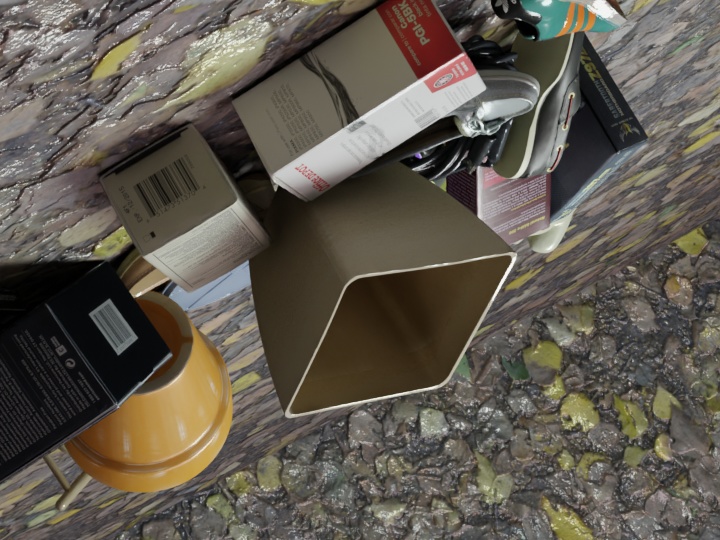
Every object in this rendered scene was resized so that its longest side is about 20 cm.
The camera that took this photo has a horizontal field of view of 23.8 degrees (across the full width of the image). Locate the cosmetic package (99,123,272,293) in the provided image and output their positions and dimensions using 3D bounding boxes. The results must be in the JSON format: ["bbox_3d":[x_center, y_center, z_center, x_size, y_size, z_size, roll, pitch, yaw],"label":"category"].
[{"bbox_3d":[-0.157,-0.053,1.572,0.103,0.088,0.200,-31,168,-1],"label":"cosmetic package"}]

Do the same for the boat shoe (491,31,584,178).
[{"bbox_3d":[0.190,-0.189,1.752,0.063,0.074,0.202,-6,123,-36],"label":"boat shoe"}]

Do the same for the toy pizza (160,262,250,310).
[{"bbox_3d":[-0.141,-0.017,1.918,0.199,0.032,0.200,-28,167,-7],"label":"toy pizza"}]

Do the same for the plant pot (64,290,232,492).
[{"bbox_3d":[-0.241,0.116,1.871,0.199,0.201,0.184,-27,156,-16],"label":"plant pot"}]

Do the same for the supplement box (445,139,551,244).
[{"bbox_3d":[0.150,-0.123,1.855,0.108,0.061,0.201,-24,129,-28],"label":"supplement box"}]

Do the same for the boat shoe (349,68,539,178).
[{"bbox_3d":[0.075,-0.140,1.626,0.201,0.065,0.074,-12,161,11],"label":"boat shoe"}]

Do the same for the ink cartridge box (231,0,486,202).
[{"bbox_3d":[0.001,-0.157,1.531,0.199,0.083,0.147,-32,168,6],"label":"ink cartridge box"}]

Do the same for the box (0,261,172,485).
[{"bbox_3d":[-0.316,0.108,1.668,0.196,0.124,0.200,-35,-175,14],"label":"box"}]

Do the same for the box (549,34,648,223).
[{"bbox_3d":[0.217,-0.159,1.890,0.051,0.158,0.200,-24,168,-28],"label":"box"}]

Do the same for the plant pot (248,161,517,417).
[{"bbox_3d":[0.000,0.000,1.684,0.199,0.177,0.200,-8,140,-33],"label":"plant pot"}]

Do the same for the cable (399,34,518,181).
[{"bbox_3d":[0.077,-0.164,1.707,0.162,0.051,0.200,0,144,-11],"label":"cable"}]

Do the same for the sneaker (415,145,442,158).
[{"bbox_3d":[0.048,-0.109,1.900,0.099,0.070,0.200,-29,170,-15],"label":"sneaker"}]

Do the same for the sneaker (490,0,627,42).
[{"bbox_3d":[0.186,-0.256,1.625,0.080,0.072,0.200,-34,160,23],"label":"sneaker"}]

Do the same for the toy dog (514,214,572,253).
[{"bbox_3d":[0.219,-0.121,2.126,0.194,0.140,0.200,-44,168,5],"label":"toy dog"}]

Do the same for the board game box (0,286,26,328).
[{"bbox_3d":[-0.426,0.077,1.603,0.199,0.028,0.135,-33,168,15],"label":"board game box"}]

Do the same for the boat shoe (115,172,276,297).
[{"bbox_3d":[-0.165,-0.022,1.746,0.199,0.065,0.071,-34,168,15],"label":"boat shoe"}]

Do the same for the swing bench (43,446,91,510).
[{"bbox_3d":[-0.298,0.172,2.112,0.200,0.130,0.199,-29,170,-37],"label":"swing bench"}]

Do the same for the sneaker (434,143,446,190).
[{"bbox_3d":[0.108,-0.126,1.965,0.084,0.075,0.200,-26,168,-15],"label":"sneaker"}]
